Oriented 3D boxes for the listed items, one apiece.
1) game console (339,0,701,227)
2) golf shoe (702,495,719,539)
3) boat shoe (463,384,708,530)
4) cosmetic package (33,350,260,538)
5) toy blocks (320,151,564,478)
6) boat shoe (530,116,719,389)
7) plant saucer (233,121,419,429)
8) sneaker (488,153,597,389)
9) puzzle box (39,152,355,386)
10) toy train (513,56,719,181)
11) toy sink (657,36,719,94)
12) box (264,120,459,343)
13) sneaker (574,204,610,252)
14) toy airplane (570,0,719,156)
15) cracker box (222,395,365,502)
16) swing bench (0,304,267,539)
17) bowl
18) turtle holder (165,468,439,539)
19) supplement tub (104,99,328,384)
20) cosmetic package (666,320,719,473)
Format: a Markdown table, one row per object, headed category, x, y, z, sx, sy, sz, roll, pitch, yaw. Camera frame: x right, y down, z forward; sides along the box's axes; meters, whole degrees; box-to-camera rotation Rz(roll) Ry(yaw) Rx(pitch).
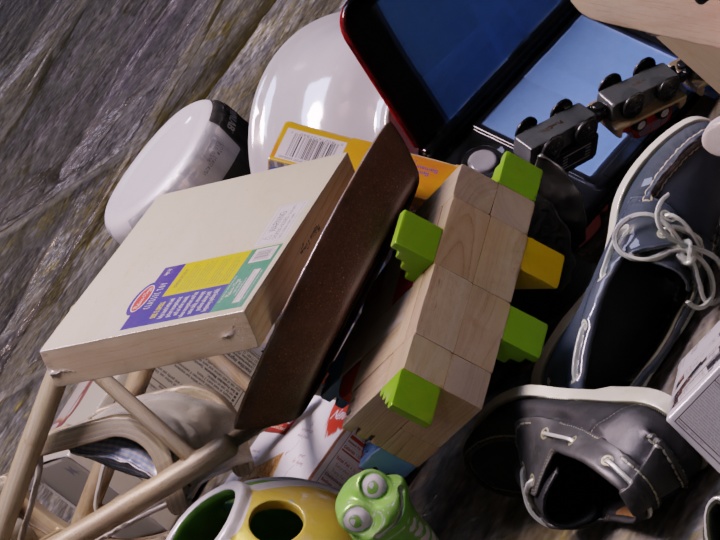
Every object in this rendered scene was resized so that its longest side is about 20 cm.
| category | x | y | z | sx | sy | sz | roll | pitch | yaw |
| --- | --- | --- | --- | --- | --- | --- | --- | --- | --- |
| game console | 0.115 | -0.148 | 1.783 | 0.172 | 0.119 | 0.200 | 27 | 60 | 28 |
| golf shoe | 0.202 | 0.115 | 1.283 | 0.078 | 0.097 | 0.200 | -35 | 22 | 43 |
| boat shoe | 0.109 | 0.106 | 1.550 | 0.068 | 0.072 | 0.200 | -53 | 20 | -22 |
| cosmetic package | -0.147 | 0.092 | 2.118 | 0.087 | 0.103 | 0.200 | -22 | 32 | 58 |
| toy blocks | 0.031 | 0.039 | 1.629 | 0.137 | 0.100 | 0.200 | -47 | 21 | 49 |
| boat shoe | 0.164 | 0.001 | 1.618 | 0.200 | 0.075 | 0.062 | -56 | 18 | -12 |
| plant saucer | -0.014 | 0.009 | 1.658 | 0.200 | 0.034 | 0.200 | -63 | -2 | -3 |
| sneaker | 0.081 | 0.008 | 1.749 | 0.200 | 0.104 | 0.060 | -30 | 28 | 46 |
| puzzle box | -0.090 | -0.002 | 1.650 | 0.133 | 0.025 | 0.200 | -11 | 24 | 24 |
| toy train | 0.172 | -0.103 | 1.745 | 0.200 | 0.046 | 0.034 | -28 | 51 | -28 |
| toy sink | 0.266 | -0.202 | 1.686 | 0.200 | 0.130 | 0.112 | -54 | 19 | -9 |
| box | 0.000 | 0.000 | 1.824 | 0.200 | 0.119 | 0.041 | 93 | -164 | -46 |
| sneaker | 0.132 | -0.096 | 1.858 | 0.074 | 0.087 | 0.200 | -30 | 27 | 43 |
| toy airplane | 0.238 | -0.145 | 1.545 | 0.199 | 0.200 | 0.141 | -32 | 32 | 53 |
| cracker box | -0.060 | 0.174 | 1.828 | 0.200 | 0.058 | 0.134 | -53 | 17 | -11 |
| swing bench | -0.158 | 0.123 | 1.771 | 0.200 | 0.130 | 0.199 | -50 | -6 | 14 |
| bowl | 0.033 | -0.082 | 1.881 | 0.090 | 0.201 | 0.201 | -16 | 39 | 58 |
| turtle holder | -0.037 | 0.186 | 1.638 | 0.141 | 0.132 | 0.186 | -56 | 19 | -19 |
| supplement tub | -0.068 | -0.016 | 1.986 | 0.123 | 0.200 | 0.123 | -44 | 19 | 19 |
| cosmetic package | 0.195 | 0.046 | 1.398 | 0.083 | 0.051 | 0.200 | -45 | -2 | 9 |
